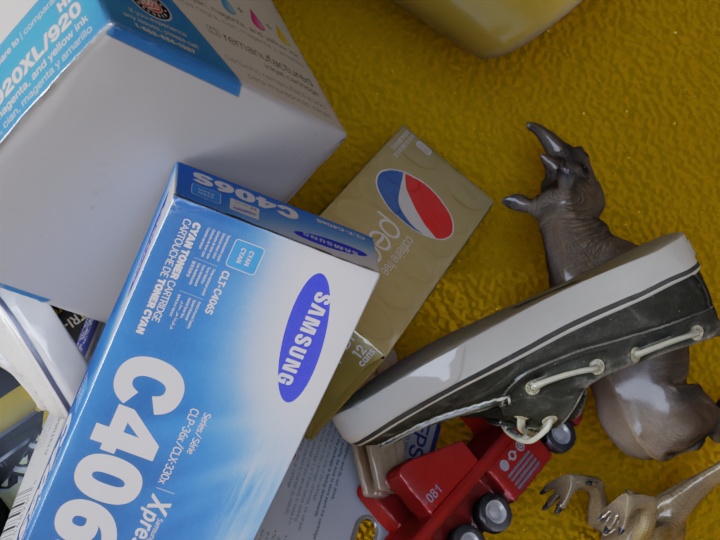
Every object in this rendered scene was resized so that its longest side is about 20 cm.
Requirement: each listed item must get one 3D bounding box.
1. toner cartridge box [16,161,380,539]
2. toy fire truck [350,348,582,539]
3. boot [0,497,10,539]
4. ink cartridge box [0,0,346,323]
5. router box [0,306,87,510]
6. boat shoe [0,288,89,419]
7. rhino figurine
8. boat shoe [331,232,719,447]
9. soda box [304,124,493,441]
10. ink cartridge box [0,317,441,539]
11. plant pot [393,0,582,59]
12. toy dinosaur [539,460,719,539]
[{"bbox_3d":[-0.075,0.062,0.771,0.095,0.043,0.200,20,110,-13],"label":"toner cartridge box"},{"bbox_3d":[0.015,0.088,0.903,0.141,0.049,0.200,50,53,-6],"label":"toy fire truck"},{"bbox_3d":[-0.207,0.051,0.882,0.198,0.073,0.163,36,78,-2],"label":"boot"},{"bbox_3d":[-0.133,-0.102,0.816,0.145,0.147,0.200,-45,49,22],"label":"ink cartridge box"},{"bbox_3d":[-0.185,0.124,0.938,0.200,0.052,0.157,-37,90,-4],"label":"router box"},{"bbox_3d":[-0.204,0.003,0.818,0.070,0.071,0.200,-41,90,-15],"label":"boat shoe"},{"bbox_3d":[0.135,0.010,0.938,0.060,0.087,0.200,-26,87,40],"label":"rhino figurine"},{"bbox_3d":[0.085,0.048,0.859,0.200,0.071,0.064,-24,92,-9],"label":"boat shoe"},{"bbox_3d":[0.000,0.000,0.881,0.068,0.200,0.064,40,119,-1],"label":"soda box"},{"bbox_3d":[-0.071,0.123,0.891,0.200,0.043,0.196,30,59,-22],"label":"ink cartridge box"},{"bbox_3d":[0.044,-0.219,0.907,0.189,0.201,0.201,44,86,-17],"label":"plant pot"},{"bbox_3d":[0.148,0.140,0.944,0.101,0.058,0.200,31,101,-41],"label":"toy dinosaur"}]
